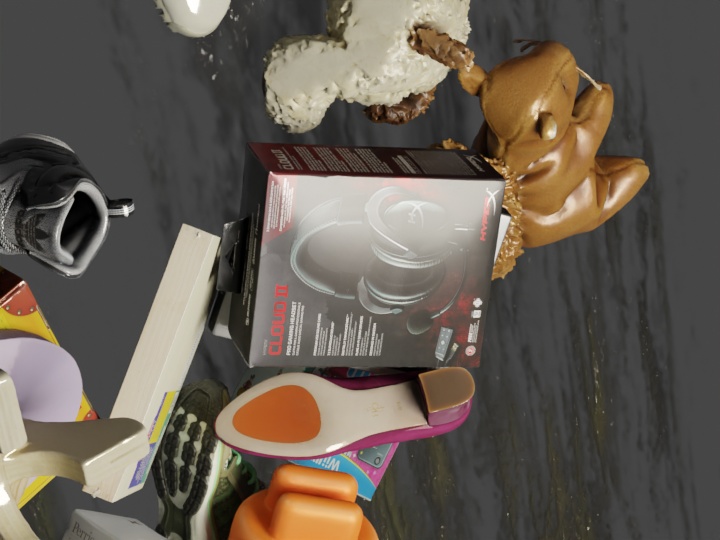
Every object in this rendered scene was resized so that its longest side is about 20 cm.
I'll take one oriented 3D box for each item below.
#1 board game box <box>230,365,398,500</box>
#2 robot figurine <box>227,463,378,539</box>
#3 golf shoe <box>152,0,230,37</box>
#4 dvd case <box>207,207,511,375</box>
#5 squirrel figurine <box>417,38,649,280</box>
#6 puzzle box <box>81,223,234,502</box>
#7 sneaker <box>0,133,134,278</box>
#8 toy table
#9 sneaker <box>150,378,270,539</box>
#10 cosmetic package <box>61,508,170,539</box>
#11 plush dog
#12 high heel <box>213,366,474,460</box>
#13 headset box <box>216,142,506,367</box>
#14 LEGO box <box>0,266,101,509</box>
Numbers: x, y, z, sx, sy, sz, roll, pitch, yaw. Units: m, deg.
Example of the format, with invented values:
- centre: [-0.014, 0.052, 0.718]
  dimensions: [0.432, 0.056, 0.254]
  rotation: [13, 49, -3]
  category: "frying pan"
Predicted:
- centre: [-0.007, 0.067, 1.602]
  dimensions: [0.147, 0.064, 0.201]
  rotation: [31, 85, -46]
  category: "board game box"
- centre: [-0.054, 0.247, 1.504]
  dimensions: [0.116, 0.144, 0.201]
  rotation: [-13, 128, -44]
  category: "robot figurine"
- centre: [-0.090, -0.251, 1.351]
  dimensions: [0.078, 0.097, 0.201]
  rotation: [-9, 116, -44]
  category: "golf shoe"
- centre: [0.000, 0.000, 1.502]
  dimensions: [0.199, 0.025, 0.151]
  rotation: [14, 106, -21]
  category: "dvd case"
- centre: [0.119, -0.087, 1.566]
  dimensions: [0.200, 0.141, 0.187]
  rotation: [-45, 161, -8]
  category: "squirrel figurine"
- centre: [-0.144, 0.066, 1.429]
  dimensions: [0.133, 0.025, 0.201]
  rotation: [45, 66, -87]
  category: "puzzle box"
- centre: [-0.244, -0.033, 1.281]
  dimensions: [0.199, 0.114, 0.076]
  rotation: [-21, 121, -38]
  category: "sneaker"
- centre: [-0.236, 0.124, 1.245]
  dimensions: [0.200, 0.117, 0.185]
  rotation: [-39, 131, -25]
  category: "toy table"
- centre: [-0.110, 0.165, 1.539]
  dimensions: [0.088, 0.077, 0.201]
  rotation: [-20, 129, -39]
  category: "sneaker"
- centre: [-0.198, 0.293, 1.485]
  dimensions: [0.071, 0.101, 0.201]
  rotation: [18, 94, -47]
  category: "cosmetic package"
- centre: [0.033, -0.190, 1.484]
  dimensions: [0.172, 0.160, 0.201]
  rotation: [-24, 130, -68]
  category: "plush dog"
- centre: [-0.011, 0.113, 1.493]
  dimensions: [0.198, 0.096, 0.068]
  rotation: [-5, 75, -6]
  category: "high heel"
- centre: [-0.007, -0.011, 1.440]
  dimensions: [0.199, 0.077, 0.150]
  rotation: [1, 110, -18]
  category: "headset box"
- centre: [-0.288, 0.108, 1.328]
  dimensions: [0.200, 0.077, 0.149]
  rotation: [-42, 133, -24]
  category: "LEGO box"
